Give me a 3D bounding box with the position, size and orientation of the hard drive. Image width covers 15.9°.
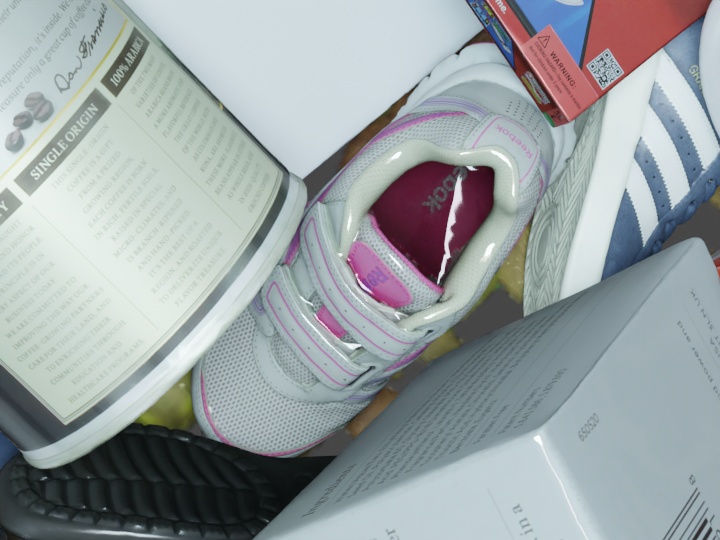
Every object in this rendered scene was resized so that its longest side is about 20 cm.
[{"bbox_3d":[-0.043,-0.139,0.978,0.132,0.027,0.200,-40,120,-15],"label":"hard drive"}]

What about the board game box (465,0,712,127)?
[{"bbox_3d":[0.056,-0.165,0.962,0.103,0.019,0.200,-38,98,-19],"label":"board game box"}]

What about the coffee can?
[{"bbox_3d":[-0.138,-0.049,0.919,0.146,0.146,0.200,-46,106,-4],"label":"coffee can"}]

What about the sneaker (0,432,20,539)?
[{"bbox_3d":[-0.193,0.035,0.977,0.200,0.070,0.082,30,68,-33],"label":"sneaker"}]

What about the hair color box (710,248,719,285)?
[{"bbox_3d":[0.209,0.067,1.011,0.111,0.064,0.201,-32,91,-36],"label":"hair color box"}]

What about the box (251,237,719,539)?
[{"bbox_3d":[0.087,0.125,0.908,0.130,0.200,0.200,-25,98,28],"label":"box"}]

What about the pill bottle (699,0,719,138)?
[{"bbox_3d":[0.235,-0.102,0.987,0.199,0.111,0.112,-30,92,-30],"label":"pill bottle"}]

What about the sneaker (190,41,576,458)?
[{"bbox_3d":[0.000,0.000,0.990,0.081,0.088,0.200,38,107,-3],"label":"sneaker"}]

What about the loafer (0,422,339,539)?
[{"bbox_3d":[-0.047,0.111,0.985,0.199,0.073,0.072,8,119,-21],"label":"loafer"}]

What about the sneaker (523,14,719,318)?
[{"bbox_3d":[0.124,-0.042,1.023,0.084,0.075,0.201,15,93,-12],"label":"sneaker"}]
